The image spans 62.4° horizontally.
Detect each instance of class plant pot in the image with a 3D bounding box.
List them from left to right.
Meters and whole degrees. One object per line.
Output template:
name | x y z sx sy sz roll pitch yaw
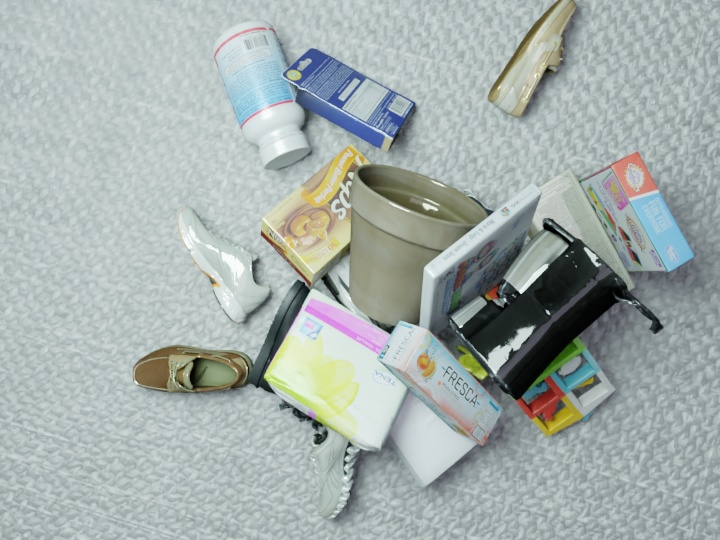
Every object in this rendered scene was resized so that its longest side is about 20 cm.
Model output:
plant pot | 0.060 -0.027 0.830 0.194 0.201 0.179 19 112 3

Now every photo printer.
photo printer | 0.099 0.202 0.929 0.164 0.069 0.203 -36 88 -4

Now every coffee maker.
coffee maker | 0.236 0.065 0.770 0.200 0.193 0.134 -46 125 4

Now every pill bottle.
pill bottle | -0.150 -0.271 0.934 0.106 0.109 0.206 -21 88 3

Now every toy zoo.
toy zoo | 0.300 0.176 0.888 0.130 0.021 0.200 -37 125 11

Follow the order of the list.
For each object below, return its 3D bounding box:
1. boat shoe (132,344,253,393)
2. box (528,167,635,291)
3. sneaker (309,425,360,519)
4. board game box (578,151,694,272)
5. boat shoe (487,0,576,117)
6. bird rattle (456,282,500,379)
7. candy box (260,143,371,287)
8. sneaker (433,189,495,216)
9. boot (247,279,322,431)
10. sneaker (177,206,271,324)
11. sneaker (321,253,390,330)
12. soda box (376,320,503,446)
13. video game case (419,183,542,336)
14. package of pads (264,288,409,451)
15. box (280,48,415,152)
boat shoe | -0.273 0.160 0.955 0.192 0.074 0.079 -4 89 3
box | 0.325 -0.041 0.917 0.093 0.078 0.205 -27 88 3
sneaker | -0.045 0.292 0.919 0.078 0.075 0.206 9 109 -14
board game box | 0.377 -0.074 0.853 0.039 0.200 0.156 -28 89 3
boat shoe | 0.279 -0.331 0.931 0.068 0.074 0.202 35 93 -9
bird rattle | 0.217 0.069 0.896 0.199 0.112 0.165 -40 82 9
candy box | -0.044 -0.087 0.908 0.115 0.056 0.199 44 65 7
sneaker | 0.126 -0.043 0.934 0.198 0.079 0.131 -41 77 12
boot | -0.076 0.139 0.945 0.159 0.073 0.203 26 98 6
sneaker | -0.216 -0.022 0.961 0.090 0.076 0.204 -32 95 -5
sneaker | 0.000 0.000 0.951 0.114 0.076 0.203 -36 90 -10
soda box | 0.113 0.157 0.819 0.200 0.068 0.064 46 72 -29
video game case | 0.152 -0.002 0.788 0.180 0.202 0.024 -37 65 -15
package of pads | -0.025 0.146 0.856 0.196 0.069 0.157 28 72 7
box | -0.019 -0.270 0.928 0.196 0.122 0.033 30 136 2
